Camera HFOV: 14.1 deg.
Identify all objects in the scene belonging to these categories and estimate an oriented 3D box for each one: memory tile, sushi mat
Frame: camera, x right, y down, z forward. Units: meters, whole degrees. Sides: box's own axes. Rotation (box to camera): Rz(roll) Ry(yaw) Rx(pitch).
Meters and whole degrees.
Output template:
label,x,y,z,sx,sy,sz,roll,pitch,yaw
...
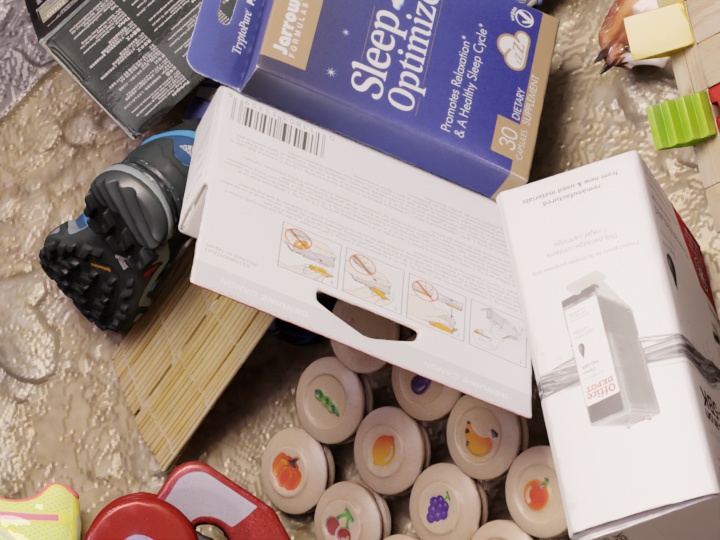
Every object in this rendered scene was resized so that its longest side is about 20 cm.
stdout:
label,x,y,z,sx,sy,sz,roll,pitch,yaw
memory tile,0.031,0.116,1.612,0.200,0.017,0.153,43,115,32
sushi mat,-0.083,0.019,1.682,0.200,0.012,0.096,-54,48,33

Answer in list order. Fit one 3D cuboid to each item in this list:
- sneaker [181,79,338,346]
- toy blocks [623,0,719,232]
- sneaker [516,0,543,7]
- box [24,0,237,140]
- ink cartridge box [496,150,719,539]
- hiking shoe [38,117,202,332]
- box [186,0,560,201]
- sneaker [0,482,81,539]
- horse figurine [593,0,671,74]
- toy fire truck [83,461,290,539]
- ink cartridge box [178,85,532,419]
label,x,y,z,sx,sy,sz,roll,pitch,yaw
sneaker,-0.042,-0.024,1.701,0.199,0.081,0.115,31,83,30
toy blocks,0.229,-0.112,1.552,0.137,0.100,0.200,-26,75,58
sneaker,0.078,-0.173,1.717,0.200,0.088,0.075,-19,26,2
box,-0.099,-0.193,1.747,0.200,0.086,0.164,-42,21,4
ink cartridge box,0.148,0.060,1.541,0.083,0.147,0.200,-18,64,14
hiking shoe,-0.125,-0.024,1.705,0.087,0.200,0.074,-41,91,-26
box,0.009,-0.126,1.625,0.200,0.032,0.121,21,55,-12
sneaker,-0.252,0.151,1.734,0.200,0.078,0.090,8,73,16
horse figurine,0.212,-0.203,1.674,0.132,0.050,0.200,2,76,22
toy fire truck,-0.101,0.218,1.620,0.168,0.112,0.200,35,85,-2
ink cartridge box,0.000,0.000,1.558,0.174,0.200,0.044,-83,20,-50
